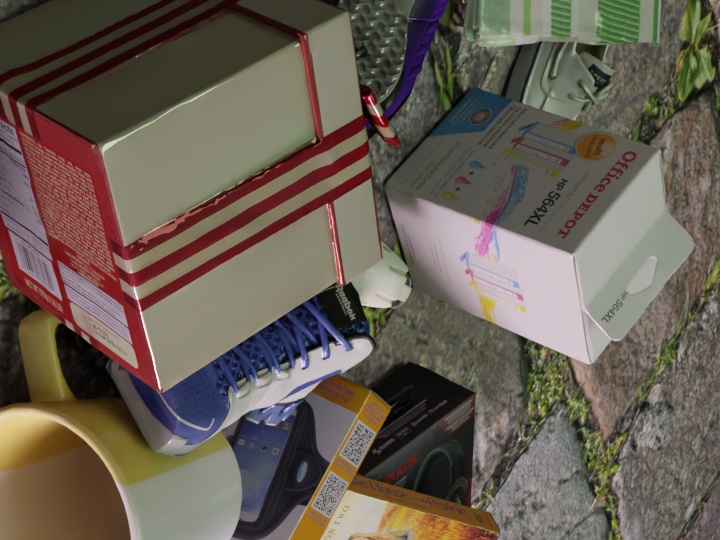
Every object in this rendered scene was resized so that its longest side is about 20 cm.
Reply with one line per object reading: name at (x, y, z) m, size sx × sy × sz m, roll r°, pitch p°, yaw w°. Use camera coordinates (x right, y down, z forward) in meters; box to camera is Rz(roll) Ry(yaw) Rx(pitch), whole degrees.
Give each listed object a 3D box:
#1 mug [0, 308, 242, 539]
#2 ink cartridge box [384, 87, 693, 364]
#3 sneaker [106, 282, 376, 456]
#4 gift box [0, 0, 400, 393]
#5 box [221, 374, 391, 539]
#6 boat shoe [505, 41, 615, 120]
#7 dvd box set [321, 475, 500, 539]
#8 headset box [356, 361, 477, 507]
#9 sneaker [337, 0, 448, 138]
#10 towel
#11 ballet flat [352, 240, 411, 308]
mug at (-0.145, 0.126, 0.942) m, size 0.153 × 0.149 × 0.187 m, roll -12°, pitch 125°, yaw -60°
ink cartridge box at (0.144, -0.034, 1.192) m, size 0.129 × 0.200 × 0.125 m, roll -48°, pitch 142°, yaw -27°
sneaker at (-0.060, 0.044, 0.947) m, size 0.115 × 0.081 × 0.199 m, roll -38°, pitch 167°, yaw 22°
gift box at (-0.100, -0.060, 0.867) m, size 0.187 × 0.184 × 0.200 m, roll -33°, pitch 138°, yaw -28°
box at (-0.078, 0.154, 1.064) m, size 0.200 × 0.119 × 0.041 m, roll -60°, pitch 145°, yaw -12°
boat shoe at (0.175, -0.166, 1.278) m, size 0.071 × 0.070 × 0.201 m, roll 11°, pitch 98°, yaw -56°
dvd box set at (-0.010, 0.224, 1.167) m, size 0.200 × 0.029 × 0.147 m, roll 21°, pitch 110°, yaw -29°
headset box at (0.021, 0.183, 1.257) m, size 0.149 × 0.077 × 0.201 m, roll -31°, pitch 133°, yaw -42°
sneaker at (0.021, -0.173, 1.072) m, size 0.100 × 0.069 × 0.200 m, roll 90°, pitch 25°, yaw -63°
towel at (0.162, -0.250, 1.195) m, size 0.200 × 0.023 × 0.153 m, roll -5°, pitch 101°, yaw -36°
ballet flat at (0.000, 0.000, 1.064) m, size 0.068 × 0.072 × 0.200 m, roll -61°, pitch 171°, yaw -2°
